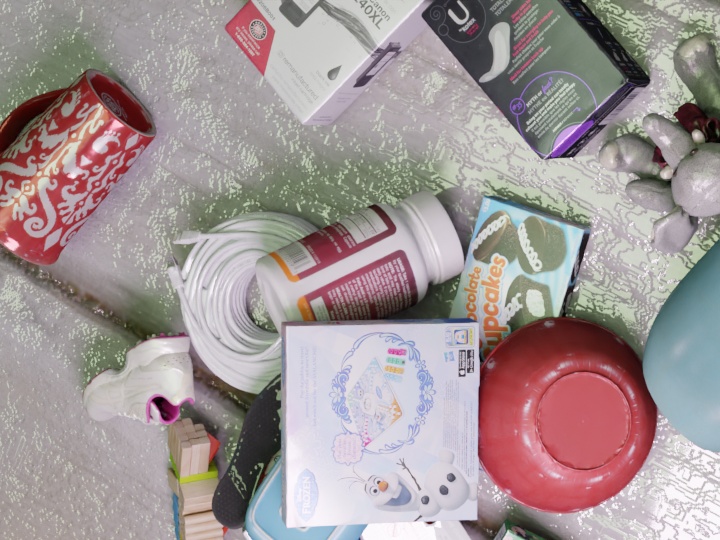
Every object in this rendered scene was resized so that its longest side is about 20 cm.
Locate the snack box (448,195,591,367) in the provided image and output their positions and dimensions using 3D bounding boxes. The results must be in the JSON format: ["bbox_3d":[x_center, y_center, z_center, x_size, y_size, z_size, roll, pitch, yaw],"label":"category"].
[{"bbox_3d":[0.159,0.034,1.702,0.115,0.037,0.202,19,102,20],"label":"snack box"}]

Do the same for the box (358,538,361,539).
[{"bbox_3d":[-0.022,0.378,1.700,0.120,0.032,0.202,-24,97,4],"label":"box"}]

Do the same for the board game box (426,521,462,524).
[{"bbox_3d":[0.036,0.308,1.772,0.150,0.046,0.203,3,96,21],"label":"board game box"}]

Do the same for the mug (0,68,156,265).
[{"bbox_3d":[-0.350,-0.138,1.848,0.200,0.133,0.178,-44,80,16],"label":"mug"}]

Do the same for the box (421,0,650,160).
[{"bbox_3d":[0.178,-0.224,1.633,0.122,0.106,0.201,-43,79,21],"label":"box"}]

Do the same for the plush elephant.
[{"bbox_3d":[0.324,-0.107,1.557,0.165,0.155,0.200,-46,77,19],"label":"plush elephant"}]

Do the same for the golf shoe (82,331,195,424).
[{"bbox_3d":[-0.253,0.143,1.834,0.200,0.075,0.092,-36,68,46],"label":"golf shoe"}]

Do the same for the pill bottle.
[{"bbox_3d":[0.000,0.000,1.682,0.198,0.114,0.115,-25,85,-13],"label":"pill bottle"}]

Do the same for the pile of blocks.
[{"bbox_3d":[-0.181,0.262,1.860,0.061,0.082,0.203,-7,105,-20],"label":"pile of blocks"}]

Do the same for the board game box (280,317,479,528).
[{"bbox_3d":[0.019,0.151,1.614,0.196,0.043,0.203,0,94,-12],"label":"board game box"}]

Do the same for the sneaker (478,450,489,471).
[{"bbox_3d":[0.088,0.157,1.703,0.199,0.089,0.079,37,73,-4],"label":"sneaker"}]

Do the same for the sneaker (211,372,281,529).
[{"bbox_3d":[-0.088,0.188,1.781,0.067,0.108,0.203,32,103,17],"label":"sneaker"}]

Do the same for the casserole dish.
[{"bbox_3d":[-0.040,0.223,1.668,0.121,0.039,0.201,33,82,19],"label":"casserole dish"}]

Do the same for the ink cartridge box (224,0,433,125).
[{"bbox_3d":[-0.024,-0.276,1.724,0.200,0.083,0.146,-44,78,20],"label":"ink cartridge box"}]

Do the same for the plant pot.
[{"bbox_3d":[0.367,0.078,1.544,0.201,0.200,0.161,52,125,10],"label":"plant pot"}]

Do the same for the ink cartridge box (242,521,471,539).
[{"bbox_3d":[-0.002,0.282,1.725,0.199,0.047,0.161,-35,98,3],"label":"ink cartridge box"}]

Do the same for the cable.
[{"bbox_3d":[-0.106,0.035,1.795,0.198,0.069,0.203,-12,90,21],"label":"cable"}]

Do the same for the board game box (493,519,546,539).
[{"bbox_3d":[0.164,0.379,1.710,0.134,0.029,0.201,27,105,-8],"label":"board game box"}]

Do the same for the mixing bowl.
[{"bbox_3d":[0.211,0.147,1.612,0.197,0.108,0.203,0,88,-3],"label":"mixing bowl"}]
